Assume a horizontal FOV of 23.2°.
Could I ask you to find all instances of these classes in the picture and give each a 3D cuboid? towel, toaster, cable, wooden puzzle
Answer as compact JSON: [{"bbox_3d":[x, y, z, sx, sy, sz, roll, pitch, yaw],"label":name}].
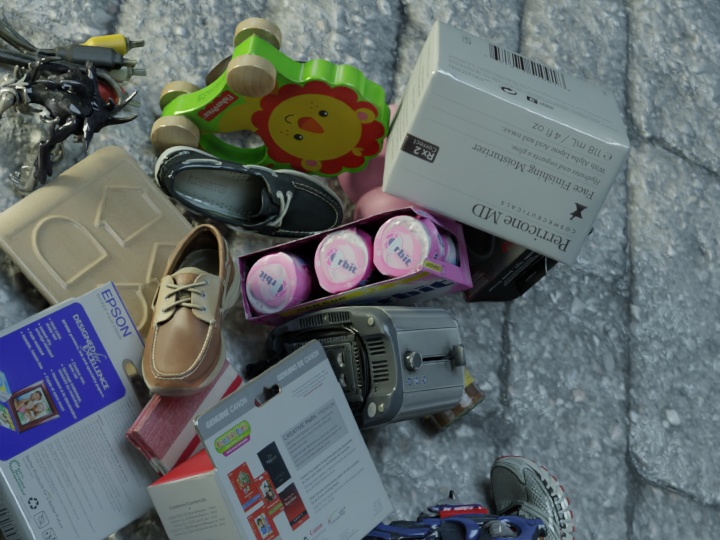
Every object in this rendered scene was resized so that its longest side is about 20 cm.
[{"bbox_3d":[-0.117,0.174,1.562,0.200,0.023,0.144,56,39,-19],"label":"towel"},{"bbox_3d":[0.004,0.092,1.649,0.129,0.200,0.114,-1,82,-46],"label":"toaster"},{"bbox_3d":[-0.306,-0.199,1.732,0.199,0.050,0.097,6,73,-18],"label":"cable"},{"bbox_3d":[-0.229,-0.005,1.635,0.200,0.046,0.185,45,45,4],"label":"wooden puzzle"}]

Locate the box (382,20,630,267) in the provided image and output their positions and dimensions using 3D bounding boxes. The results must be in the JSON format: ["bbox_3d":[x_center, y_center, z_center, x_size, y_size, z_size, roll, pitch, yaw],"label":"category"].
[{"bbox_3d":[0.135,-0.125,1.679,0.198,0.131,0.200,21,21,-6],"label":"box"}]

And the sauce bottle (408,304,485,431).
[{"bbox_3d":[0.041,0.068,1.762,0.200,0.065,0.065,50,45,7],"label":"sauce bottle"}]

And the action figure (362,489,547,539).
[{"bbox_3d":[0.071,0.292,1.631,0.199,0.105,0.194,4,46,-1],"label":"action figure"}]

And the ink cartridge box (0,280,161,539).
[{"bbox_3d":[-0.246,0.133,1.498,0.200,0.043,0.199,-28,91,-46],"label":"ink cartridge box"}]

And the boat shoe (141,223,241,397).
[{"bbox_3d":[-0.153,0.032,1.546,0.075,0.072,0.200,-2,36,6],"label":"boat shoe"}]

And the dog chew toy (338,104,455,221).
[{"bbox_3d":[0.045,-0.068,1.823,0.124,0.124,0.201,3,66,-34],"label":"dog chew toy"}]

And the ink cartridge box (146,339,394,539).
[{"bbox_3d":[-0.081,0.178,1.515,0.200,0.084,0.176,-31,100,-54],"label":"ink cartridge box"}]

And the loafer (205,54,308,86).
[{"bbox_3d":[-0.081,-0.189,1.847,0.200,0.071,0.073,18,81,-44],"label":"loafer"}]

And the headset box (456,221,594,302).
[{"bbox_3d":[0.153,-0.071,1.877,0.077,0.149,0.201,-3,63,-36],"label":"headset box"}]

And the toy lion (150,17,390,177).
[{"bbox_3d":[-0.078,-0.149,1.737,0.191,0.200,0.069,32,46,-29],"label":"toy lion"}]

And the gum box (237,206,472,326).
[{"bbox_3d":[0.000,0.000,1.658,0.113,0.199,0.066,16,62,-62],"label":"gum box"}]

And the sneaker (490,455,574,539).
[{"bbox_3d":[0.162,0.272,1.695,0.082,0.078,0.201,3,59,-33],"label":"sneaker"}]

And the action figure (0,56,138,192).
[{"bbox_3d":[-0.311,-0.145,1.636,0.199,0.102,0.119,7,53,-13],"label":"action figure"}]

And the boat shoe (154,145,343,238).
[{"bbox_3d":[-0.106,-0.068,1.736,0.199,0.076,0.060,11,14,-19],"label":"boat shoe"}]
